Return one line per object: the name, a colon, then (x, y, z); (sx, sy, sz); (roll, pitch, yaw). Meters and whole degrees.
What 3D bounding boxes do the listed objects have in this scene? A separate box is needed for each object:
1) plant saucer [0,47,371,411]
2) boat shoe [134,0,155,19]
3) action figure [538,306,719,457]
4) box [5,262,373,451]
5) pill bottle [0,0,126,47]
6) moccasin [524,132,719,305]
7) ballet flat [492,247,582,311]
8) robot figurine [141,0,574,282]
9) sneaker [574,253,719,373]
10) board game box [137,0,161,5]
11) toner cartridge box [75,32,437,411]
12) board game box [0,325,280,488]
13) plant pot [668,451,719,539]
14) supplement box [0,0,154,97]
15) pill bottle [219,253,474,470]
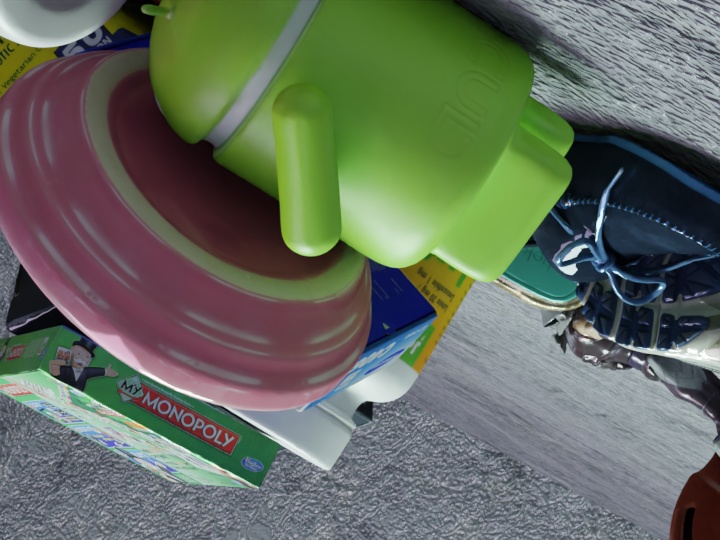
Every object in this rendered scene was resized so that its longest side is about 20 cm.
plant saucer: (-0.072, -0.029, 1.232); (0.200, 0.051, 0.201); (28, -145, -22)
boat shoe: (-0.180, -0.166, 1.577); (0.200, 0.065, 0.071); (40, -177, 38)
action figure: (0.186, 0.055, 1.666); (0.200, 0.069, 0.130); (34, -178, 9)
box: (-0.086, -0.021, 1.617); (0.123, 0.199, 0.200); (-18, 142, 37)
pill bottle: (-0.203, -0.189, 1.323); (0.200, 0.111, 0.111); (27, 173, 37)
moccasin: (0.118, -0.021, 1.307); (0.080, 0.068, 0.200); (33, 174, -19)
ballet flat: (0.050, -0.039, 1.567); (0.200, 0.071, 0.065); (34, -171, 6)
robot figurine: (-0.005, -0.079, 1.203); (0.200, 0.116, 0.175); (32, -154, -10)
sneaker: (0.189, 0.027, 1.339); (0.200, 0.077, 0.085); (27, 177, 44)
board game box: (-0.077, -0.150, 1.393); (0.200, 0.037, 0.151); (24, 171, 46)
toner cartridge box: (-0.060, -0.028, 1.333); (0.200, 0.043, 0.095); (49, -148, 11)
board game box: (-0.132, 0.077, 1.509); (0.135, 0.029, 0.200); (30, 169, -13)
plant pot: (0.306, 0.200, 1.742); (0.201, 0.201, 0.195); (25, 163, 50)
supplement box: (-0.191, -0.132, 1.476); (0.200, 0.109, 0.110); (46, -172, 24)
pill bottle: (0.000, 0.000, 1.451); (0.111, 0.200, 0.111); (31, 175, 3)
